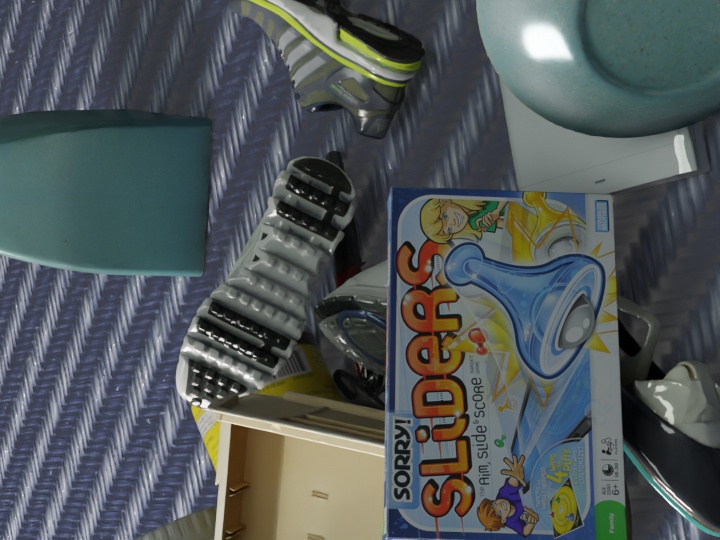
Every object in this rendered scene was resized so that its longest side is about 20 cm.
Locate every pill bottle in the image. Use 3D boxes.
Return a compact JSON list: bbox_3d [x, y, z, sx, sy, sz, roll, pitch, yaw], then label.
[{"bbox_3d":[-0.052,0.151,0.909,0.114,0.114,0.202,-42,65,38],"label":"pill bottle"}]

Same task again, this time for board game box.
[{"bbox_3d":[0.080,0.054,0.679,0.034,0.133,0.203,100,171,-74],"label":"board game box"}]

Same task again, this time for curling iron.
[{"bbox_3d":[0.000,0.000,0.899,0.049,0.025,0.202,-26,63,28],"label":"curling iron"}]

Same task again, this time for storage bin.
[{"bbox_3d":[-0.016,0.194,0.772,0.196,0.094,0.203,9,98,24],"label":"storage bin"}]

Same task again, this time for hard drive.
[{"bbox_3d":[0.143,-0.147,0.755,0.131,0.026,0.203,-14,83,45],"label":"hard drive"}]

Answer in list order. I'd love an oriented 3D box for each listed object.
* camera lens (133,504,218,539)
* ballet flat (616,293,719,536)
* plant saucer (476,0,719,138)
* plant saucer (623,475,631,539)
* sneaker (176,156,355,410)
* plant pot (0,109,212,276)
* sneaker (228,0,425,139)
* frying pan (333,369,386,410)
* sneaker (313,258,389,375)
[{"bbox_3d":[-0.110,0.307,0.945,0.160,0.159,0.202,-41,65,38],"label":"camera lens"},{"bbox_3d":[0.169,0.067,0.716,0.200,0.073,0.073,50,125,33],"label":"ballet flat"},{"bbox_3d":[0.161,-0.147,0.621,0.202,0.199,0.039,-58,23,30],"label":"plant saucer"},{"bbox_3d":[0.088,0.160,0.792,0.199,0.029,0.203,2,92,42],"label":"plant saucer"},{"bbox_3d":[-0.070,0.014,0.874,0.201,0.075,0.081,-59,8,-11],"label":"sneaker"},{"bbox_3d":[-0.253,-0.070,1.034,0.140,0.199,0.143,12,101,43],"label":"plant pot"},{"bbox_3d":[-0.038,-0.167,0.905,0.200,0.073,0.082,37,121,39],"label":"sneaker"},{"bbox_3d":[0.048,0.147,0.865,0.189,0.031,0.117,12,98,45],"label":"frying pan"},{"bbox_3d":[0.049,0.013,0.808,0.199,0.087,0.075,-18,117,43],"label":"sneaker"}]
